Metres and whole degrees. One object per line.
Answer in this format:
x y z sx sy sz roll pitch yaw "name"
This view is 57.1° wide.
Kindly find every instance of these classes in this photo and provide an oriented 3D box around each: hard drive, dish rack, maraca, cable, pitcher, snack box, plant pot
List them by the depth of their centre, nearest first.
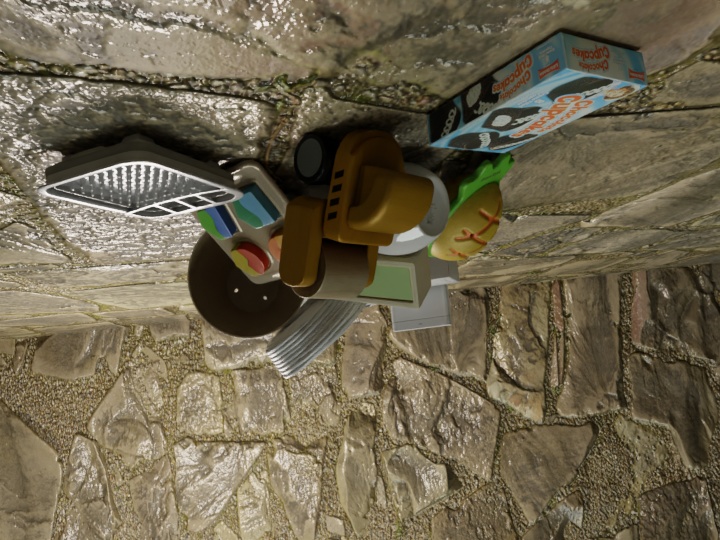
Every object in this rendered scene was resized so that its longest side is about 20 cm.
0.170 -0.171 0.672 0.114 0.038 0.199 -2 171 -31 "snack box"
-0.251 -0.108 0.775 0.167 0.045 0.199 -9 172 24 "dish rack"
0.038 -0.085 0.928 0.197 0.125 0.169 1 -175 44 "pitcher"
0.155 -0.091 0.954 0.136 0.107 0.202 -31 159 -36 "maraca"
-0.072 0.085 1.088 0.199 0.069 0.200 -42 -174 17 "cable"
-0.188 0.018 1.134 0.194 0.206 0.135 -5 171 -7 "plant pot"
0.124 0.023 1.439 0.129 0.206 0.027 -8 172 20 "hard drive"

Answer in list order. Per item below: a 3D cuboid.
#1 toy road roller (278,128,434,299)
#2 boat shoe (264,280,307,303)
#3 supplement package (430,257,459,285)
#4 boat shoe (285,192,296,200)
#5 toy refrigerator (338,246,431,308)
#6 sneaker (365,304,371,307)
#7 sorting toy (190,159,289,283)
-0.001 -0.059 0.761 0.144 0.206 0.121 17 -170 43 "toy road roller"
-0.118 0.039 1.255 0.194 0.074 0.069 11 -151 -2 "boat shoe"
0.095 -0.025 1.374 0.195 0.123 0.121 -9 171 18 "supplement package"
-0.116 -0.088 0.991 0.066 0.074 0.200 -38 171 -14 "boat shoe"
0.000 0.000 0.976 0.195 0.078 0.070 6 -147 24 "toy refrigerator"
-0.004 -0.021 1.242 0.078 0.132 0.200 -18 152 10 "sneaker"
-0.148 -0.052 0.915 0.182 0.037 0.200 -12 131 42 "sorting toy"
